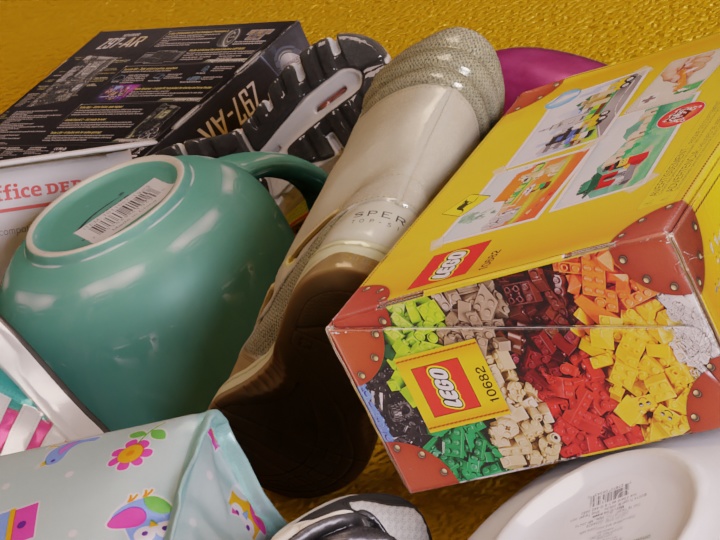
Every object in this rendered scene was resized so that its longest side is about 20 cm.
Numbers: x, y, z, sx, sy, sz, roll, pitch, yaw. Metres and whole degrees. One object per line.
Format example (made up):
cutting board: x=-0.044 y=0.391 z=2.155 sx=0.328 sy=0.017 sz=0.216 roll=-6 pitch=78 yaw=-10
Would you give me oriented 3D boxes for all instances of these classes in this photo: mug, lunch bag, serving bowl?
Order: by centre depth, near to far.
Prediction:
serving bowl: x=0.094 y=0.114 z=0.860 sx=0.199 sy=0.066 sz=0.201 roll=-27 pitch=24 yaw=13
lunch bag: x=-0.125 y=0.165 z=0.956 sx=0.169 sy=0.122 sz=0.201 roll=-12 pitch=36 yaw=24
mug: x=-0.098 y=0.005 z=1.235 sx=0.151 sy=0.115 sz=0.186 roll=-16 pitch=28 yaw=21

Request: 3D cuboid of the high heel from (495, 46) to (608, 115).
high heel: x=0.104 y=-0.030 z=1.107 sx=0.200 sy=0.068 sz=0.096 roll=39 pitch=52 yaw=25

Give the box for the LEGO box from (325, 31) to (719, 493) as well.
LEGO box: x=0.100 y=-0.012 z=0.953 sx=0.148 sy=0.078 sz=0.200 roll=-15 pitch=21 yaw=34

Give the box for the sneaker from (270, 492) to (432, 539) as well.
sneaker: x=-0.004 y=0.122 z=0.909 sx=0.088 sy=0.076 sz=0.200 roll=-42 pitch=-3 yaw=27

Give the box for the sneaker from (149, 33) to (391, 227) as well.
sneaker: x=-0.049 y=-0.047 z=1.356 sx=0.199 sy=0.079 sz=0.090 roll=-33 pitch=-16 yaw=15

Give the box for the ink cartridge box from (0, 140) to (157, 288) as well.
ink cartridge box: x=-0.192 y=-0.020 z=1.334 sx=0.116 sy=0.068 sz=0.200 roll=-11 pitch=-1 yaw=-31

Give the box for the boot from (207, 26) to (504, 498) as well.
boot: x=0.000 y=0.000 z=1.085 sx=0.200 sy=0.072 sz=0.155 roll=120 pitch=173 yaw=-54

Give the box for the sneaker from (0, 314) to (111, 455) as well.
sneaker: x=-0.163 y=0.106 z=1.104 sx=0.121 sy=0.084 sz=0.200 roll=-42 pitch=57 yaw=-10

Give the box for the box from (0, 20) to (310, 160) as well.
box: x=-0.144 y=-0.093 z=1.551 sx=0.199 sy=0.044 sz=0.160 roll=2 pitch=37 yaw=45
